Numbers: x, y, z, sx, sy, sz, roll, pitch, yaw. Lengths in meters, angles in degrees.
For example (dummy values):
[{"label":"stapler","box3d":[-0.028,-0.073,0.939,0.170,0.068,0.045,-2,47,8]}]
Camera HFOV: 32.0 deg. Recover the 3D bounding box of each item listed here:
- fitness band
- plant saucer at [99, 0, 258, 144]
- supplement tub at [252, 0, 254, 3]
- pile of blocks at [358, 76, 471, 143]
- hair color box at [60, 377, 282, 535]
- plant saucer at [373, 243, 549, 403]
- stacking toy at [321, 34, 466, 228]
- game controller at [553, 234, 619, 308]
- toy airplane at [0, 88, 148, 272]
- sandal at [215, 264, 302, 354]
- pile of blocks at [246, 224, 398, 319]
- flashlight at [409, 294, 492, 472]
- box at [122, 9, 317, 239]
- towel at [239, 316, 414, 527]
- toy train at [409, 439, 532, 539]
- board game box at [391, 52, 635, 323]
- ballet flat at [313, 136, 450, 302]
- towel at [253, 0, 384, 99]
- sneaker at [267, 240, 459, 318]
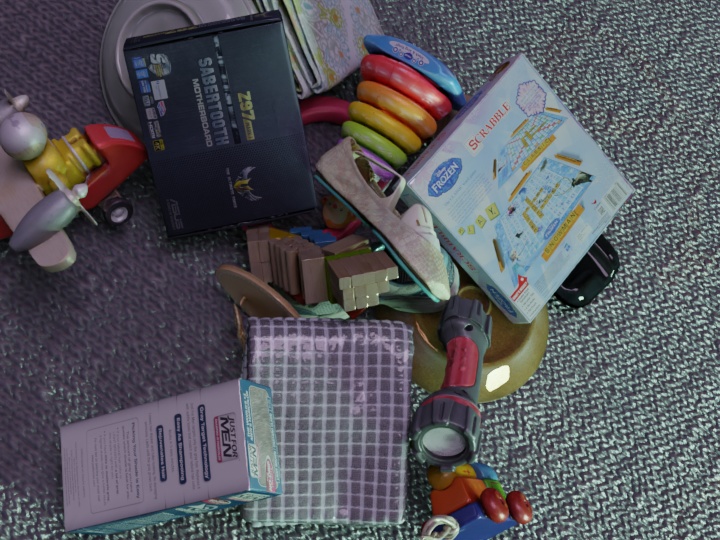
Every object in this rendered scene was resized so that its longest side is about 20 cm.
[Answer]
[{"label":"fitness band","box3d":[-0.051,-0.101,1.354,0.143,0.037,0.200,38,63,5]},{"label":"plant saucer","box3d":[-0.195,-0.220,1.287,0.198,0.050,0.202,0,90,24]},{"label":"supplement tub","box3d":[-0.124,-0.252,1.355,0.106,0.107,0.202,4,67,-14]},{"label":"pile of blocks","box3d":[0.088,-0.168,1.405,0.199,0.063,0.082,22,18,15]},{"label":"hair color box","box3d":[-0.172,0.170,1.127,0.198,0.060,0.101,-16,69,24]},{"label":"plant saucer","box3d":[0.114,0.039,1.338,0.198,0.035,0.202,6,66,-13]},{"label":"stacking toy","box3d":[0.015,-0.133,1.307,0.116,0.110,0.201,30,87,17]},{"label":"game controller","box3d":[0.199,-0.051,1.395,0.104,0.042,0.200,-39,82,-28]},{"label":"toy airplane","box3d":[-0.326,-0.087,1.208,0.198,0.142,0.200,10,46,14]},{"label":"sandal","box3d":[-0.078,0.086,1.244,0.211,0.078,0.070,41,62,-3]},{"label":"pile of blocks","box3d":[-0.038,0.003,1.229,0.082,0.199,0.063,-23,119,-36]},{"label":"flashlight","box3d":[0.090,0.101,1.206,0.067,0.068,0.201,19,38,-4]},{"label":"box","box3d":[-0.135,-0.143,1.241,0.156,0.051,0.202,-11,114,-2]},{"label":"towel","box3d":[-0.032,0.146,1.186,0.164,0.086,0.202,1,91,-10]},{"label":"toy train","box3d":[0.080,0.199,1.185,0.084,0.200,0.116,-32,66,17]},{"label":"board game box","box3d":[0.164,-0.085,1.314,0.200,0.041,0.200,48,70,-15]},{"label":"ballet flat","box3d":[0.031,-0.056,1.216,0.062,0.067,0.200,-46,68,6]},{"label":"towel","box3d":[-0.049,-0.290,1.350,0.200,0.048,0.172,-47,120,-55]},{"label":"sneaker","box3d":[0.000,0.000,1.277,0.198,0.086,0.078,-7,65,3]}]
